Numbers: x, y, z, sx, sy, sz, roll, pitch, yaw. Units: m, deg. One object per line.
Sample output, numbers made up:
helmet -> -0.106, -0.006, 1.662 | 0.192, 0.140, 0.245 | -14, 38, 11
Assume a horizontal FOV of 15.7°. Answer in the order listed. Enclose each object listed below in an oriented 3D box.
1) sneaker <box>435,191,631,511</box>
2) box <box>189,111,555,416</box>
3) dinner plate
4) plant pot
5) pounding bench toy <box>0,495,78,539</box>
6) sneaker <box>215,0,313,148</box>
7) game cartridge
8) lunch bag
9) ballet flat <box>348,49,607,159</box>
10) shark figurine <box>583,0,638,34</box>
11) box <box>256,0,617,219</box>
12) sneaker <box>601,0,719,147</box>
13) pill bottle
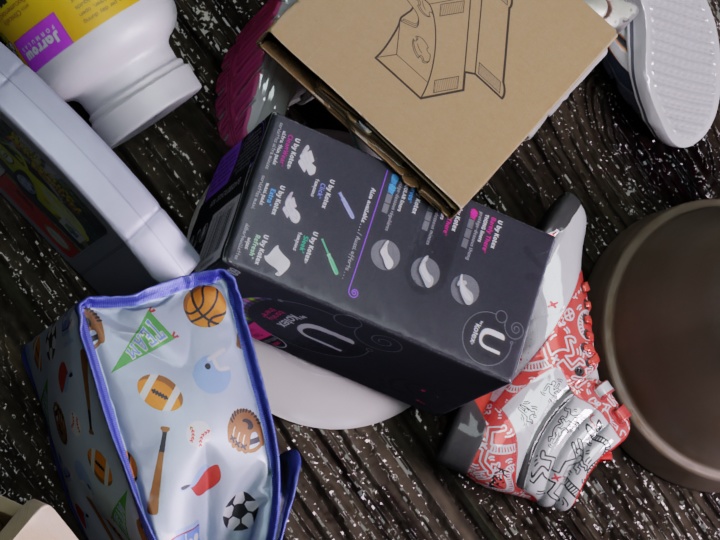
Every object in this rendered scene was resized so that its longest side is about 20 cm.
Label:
sneaker -> 0.135, 0.057, 1.714 | 0.108, 0.067, 0.202 | 24, 77, -2
box -> 0.000, 0.000, 1.627 | 0.200, 0.122, 0.106 | 23, 70, -14
dinner plate -> -0.018, 0.003, 1.700 | 0.200, 0.024, 0.201 | 4, 78, -19
plant pot -> 0.268, 0.039, 1.721 | 0.199, 0.173, 0.201 | 4, 79, -20
pounding bench toy -> -0.239, 0.173, 1.462 | 0.124, 0.156, 0.200 | -51, 133, -22
sneaker -> -0.025, -0.152, 1.692 | 0.088, 0.081, 0.200 | 32, 64, -15
game cartridge -> -0.186, -0.060, 1.588 | 0.200, 0.133, 0.041 | 46, 66, -6
lunch bag -> -0.112, 0.114, 1.562 | 0.124, 0.170, 0.201 | -13, 83, -18
ballet flat -> 0.078, -0.109, 1.741 | 0.200, 0.069, 0.070 | -16, 85, -26
shark figurine -> 0.064, -0.199, 1.739 | 0.214, 0.090, 0.128 | 44, 69, 3
box -> 0.051, -0.145, 1.634 | 0.163, 0.021, 0.200 | 42, 53, 0
sneaker -> 0.188, -0.182, 1.793 | 0.078, 0.079, 0.200 | -31, 116, -32
pill bottle -> -0.184, -0.178, 1.628 | 0.104, 0.104, 0.200 | -35, 92, -23
